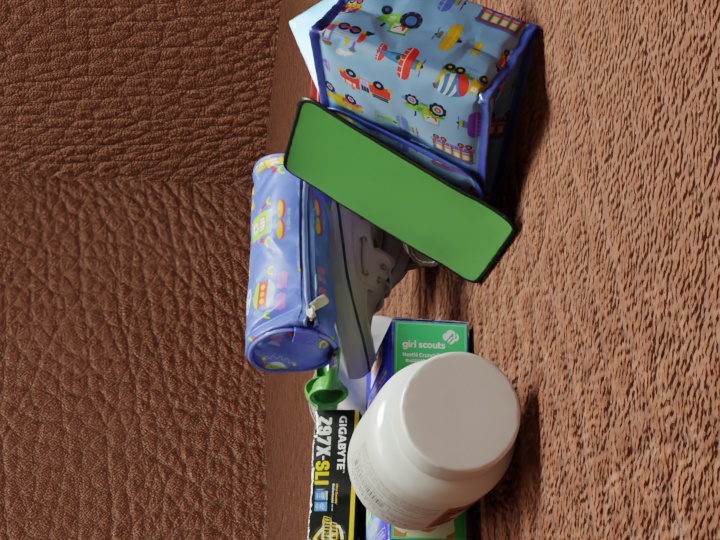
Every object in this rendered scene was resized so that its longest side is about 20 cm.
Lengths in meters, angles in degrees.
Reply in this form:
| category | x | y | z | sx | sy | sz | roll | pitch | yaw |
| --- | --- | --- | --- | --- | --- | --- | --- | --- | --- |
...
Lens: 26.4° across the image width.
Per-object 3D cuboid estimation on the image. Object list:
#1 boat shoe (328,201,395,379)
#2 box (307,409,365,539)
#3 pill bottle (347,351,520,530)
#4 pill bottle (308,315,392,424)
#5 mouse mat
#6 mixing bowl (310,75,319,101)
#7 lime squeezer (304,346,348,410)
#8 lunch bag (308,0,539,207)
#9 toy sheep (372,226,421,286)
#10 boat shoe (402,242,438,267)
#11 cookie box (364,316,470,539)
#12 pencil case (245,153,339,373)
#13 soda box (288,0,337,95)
| category | x | y | z | sx | sy | sz | roll | pitch | yaw |
| --- | --- | --- | --- | --- | --- | --- | --- | --- | --- |
| boat shoe | 0.000 | 0.000 | 1.405 | 0.074 | 0.067 | 0.200 | 91 | 169 | -67 |
| box | -0.012 | 0.244 | 1.505 | 0.200 | 0.049 | 0.160 | 73 | -161 | -63 |
| pill bottle | 0.058 | 0.131 | 1.187 | 0.200 | 0.114 | 0.115 | 114 | 157 | -70 |
| pill bottle | 0.006 | 0.124 | 1.595 | 0.200 | 0.112 | 0.113 | 115 | 156 | -72 |
| mouse mat | 0.028 | -0.062 | 1.255 | 0.008 | 0.200 | 0.161 | -59 | -1 | -19 |
| mixing bowl | -0.002 | -0.140 | 1.732 | 0.200 | 0.108 | 0.201 | -179 | 90 | -86 |
| lime squeezer | -0.028 | 0.097 | 1.424 | 0.200 | 0.038 | 0.071 | -157 | 81 | -83 |
| lunch bag | 0.045 | -0.120 | 1.215 | 0.094 | 0.150 | 0.200 | -56 | -19 | -34 |
| toy sheep | -0.002 | -0.031 | 1.546 | 0.138 | 0.200 | 0.138 | -14 | 68 | 39 |
| boat shoe | 0.073 | -0.075 | 1.316 | 0.060 | 0.072 | 0.200 | -92 | 14 | -49 |
| cookie box | 0.049 | 0.163 | 1.384 | 0.171 | 0.075 | 0.200 | 110 | 162 | -69 |
| pencil case | -0.058 | -0.008 | 1.341 | 0.087 | 0.078 | 0.200 | -43 | 40 | 50 |
| soda box | 0.008 | -0.160 | 1.441 | 0.064 | 0.068 | 0.200 | 10 | -126 | -65 |
